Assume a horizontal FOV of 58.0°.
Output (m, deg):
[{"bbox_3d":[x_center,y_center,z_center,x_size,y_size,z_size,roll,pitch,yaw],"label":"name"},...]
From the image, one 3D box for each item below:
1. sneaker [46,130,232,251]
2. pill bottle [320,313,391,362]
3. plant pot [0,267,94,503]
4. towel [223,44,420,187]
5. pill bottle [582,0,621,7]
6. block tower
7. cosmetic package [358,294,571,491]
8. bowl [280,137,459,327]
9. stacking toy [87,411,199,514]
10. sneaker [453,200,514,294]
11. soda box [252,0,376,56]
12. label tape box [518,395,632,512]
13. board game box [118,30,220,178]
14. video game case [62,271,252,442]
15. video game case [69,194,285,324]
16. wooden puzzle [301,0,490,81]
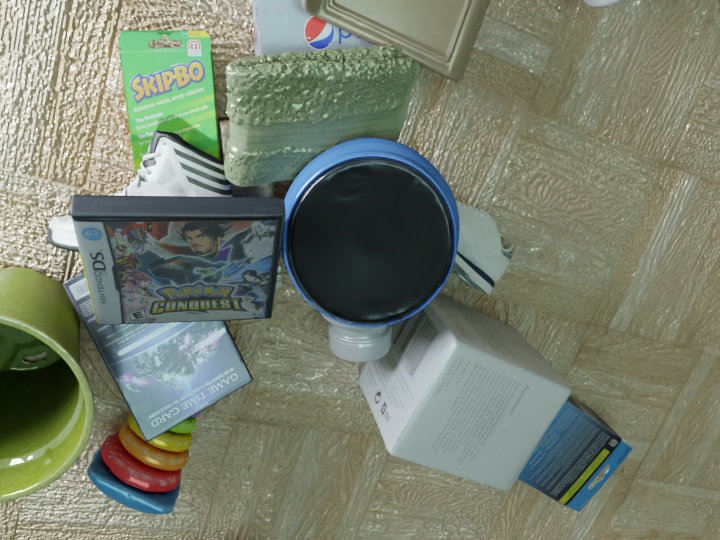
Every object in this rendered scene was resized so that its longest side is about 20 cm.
[{"bbox_3d":[-0.231,-0.085,0.682,0.193,0.076,0.120,-5,100,-7],"label":"sneaker"},{"bbox_3d":[0.000,0.000,0.780,0.107,0.111,0.206,-6,115,-14],"label":"pill bottle"},{"bbox_3d":[-0.368,0.095,0.669,0.194,0.185,0.207,-6,114,-14],"label":"plant pot"},{"bbox_3d":[-0.041,-0.153,0.659,0.194,0.037,0.151,-8,139,-20],"label":"towel"},{"bbox_3d":[0.243,-0.396,0.680,0.112,0.113,0.200,-40,118,4],"label":"pill bottle"},{"bbox_3d":[-0.125,-0.079,0.741,0.052,0.058,0.207,-7,113,-13],"label":"block tower"},{"bbox_3d":[0.130,0.151,0.856,0.196,0.166,0.168,23,106,-23],"label":"cosmetic package"},{"bbox_3d":[0.011,-0.033,0.684,0.193,0.040,0.207,-1,113,-2],"label":"bowl"},{"bbox_3d":[-0.239,0.178,0.803,0.114,0.110,0.204,27,92,-11],"label":"stacking toy"},{"bbox_3d":[0.120,-0.056,0.824,0.081,0.076,0.199,-50,122,-4],"label":"sneaker"},{"bbox_3d":[-0.015,-0.255,0.690,0.193,0.064,0.071,-7,113,-14],"label":"soda box"},{"bbox_3d":[0.319,0.280,1.028,0.198,0.066,0.145,32,101,-29],"label":"label tape box"},{"bbox_3d":[-0.200,-0.151,0.701,0.092,0.030,0.206,-4,117,-12],"label":"board game box"},{"bbox_3d":[-0.229,0.072,0.750,0.140,0.019,0.205,-27,100,-12],"label":"video game case"},{"bbox_3d":[-0.182,-0.005,0.670,0.193,0.026,0.183,-1,143,-14],"label":"video game case"},{"bbox_3d":[0.053,-0.313,0.640,0.195,0.037,0.190,15,102,-26],"label":"wooden puzzle"}]
